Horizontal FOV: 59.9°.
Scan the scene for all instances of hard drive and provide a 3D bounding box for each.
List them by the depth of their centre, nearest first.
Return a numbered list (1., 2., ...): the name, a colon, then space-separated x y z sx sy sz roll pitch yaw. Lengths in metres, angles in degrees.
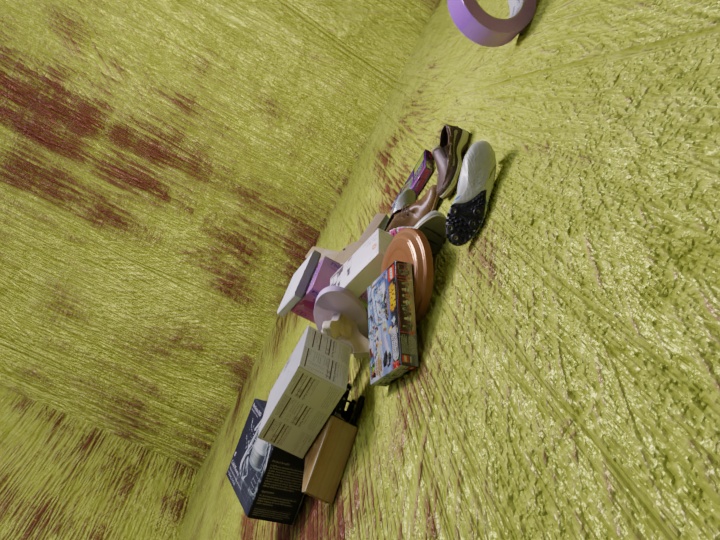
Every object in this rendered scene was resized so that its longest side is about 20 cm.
1. hard drive: -0.163 0.037 1.638 0.134 0.026 0.200 -68 11 -24

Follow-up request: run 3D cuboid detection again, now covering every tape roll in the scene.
1. tape roll: 0.298 -0.618 1.419 0.203 0.197 0.066 -67 13 -16

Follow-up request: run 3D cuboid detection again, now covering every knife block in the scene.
1. knife block: -0.048 0.335 1.257 0.178 0.063 0.201 -61 11 19

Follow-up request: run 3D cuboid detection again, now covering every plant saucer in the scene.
1. plant saucer: 0.084 0.017 1.243 0.200 0.032 0.205 -174 90 -68

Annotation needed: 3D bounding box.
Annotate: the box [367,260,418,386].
1. box: 0.058 0.102 1.184 0.137 0.039 0.204 134 139 -57

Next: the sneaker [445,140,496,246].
1. sneaker: 0.207 -0.137 1.152 0.072 0.071 0.204 42 -116 -66

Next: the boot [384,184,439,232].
1. boot: 0.121 -0.130 1.483 0.201 0.075 0.074 -56 12 33

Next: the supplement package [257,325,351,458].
1. supplement package: -0.114 0.252 1.306 0.202 0.109 0.156 -58 10 24

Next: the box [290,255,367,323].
1. box: -0.062 0.076 1.611 0.200 0.174 0.098 -43 23 59

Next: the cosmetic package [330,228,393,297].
1. cosmetic package: 0.000 0.000 1.424 0.200 0.050 0.084 -45 31 36

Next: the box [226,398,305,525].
1. box: -0.200 0.432 1.432 0.199 0.122 0.200 22 90 62

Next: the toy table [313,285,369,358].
1. toy table: -0.050 0.150 1.426 0.180 0.202 0.118 -14 37 20

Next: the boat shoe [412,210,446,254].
1. boat shoe: 0.119 -0.054 1.320 0.201 0.074 0.069 -57 18 35

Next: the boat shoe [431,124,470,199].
1. boat shoe: 0.191 -0.252 1.423 0.075 0.074 0.205 -49 19 51

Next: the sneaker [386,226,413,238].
1. sneaker: 0.085 -0.048 1.459 0.198 0.087 0.075 -30 75 39

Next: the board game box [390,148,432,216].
1. board game box: 0.139 -0.225 1.725 0.201 0.032 0.121 -58 8 32

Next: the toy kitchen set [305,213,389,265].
1. toy kitchen set: -0.003 -0.036 1.705 0.198 0.164 0.182 10 58 47

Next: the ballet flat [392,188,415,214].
1. ballet flat: 0.103 -0.107 1.585 0.063 0.067 0.203 29 95 51
